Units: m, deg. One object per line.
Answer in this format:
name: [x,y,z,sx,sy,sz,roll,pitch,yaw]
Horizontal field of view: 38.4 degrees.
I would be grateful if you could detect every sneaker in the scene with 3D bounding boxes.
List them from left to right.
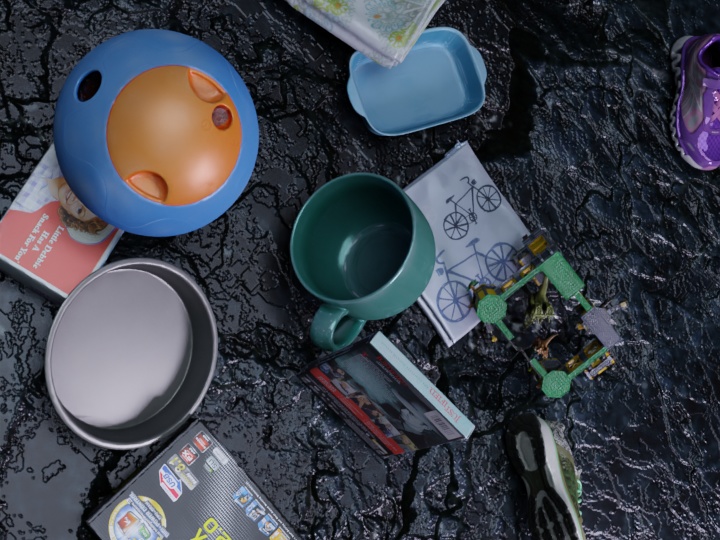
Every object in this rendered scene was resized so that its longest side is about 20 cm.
sneaker: [0.249,0.268,1.265,0.088,0.077,0.202,-3,74,-38]
sneaker: [0.487,-0.244,1.446,0.080,0.088,0.202,3,80,-22]

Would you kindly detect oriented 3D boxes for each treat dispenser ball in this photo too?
treat dispenser ball: [-0.200,-0.134,1.021,0.199,0.201,0.203,4,79,-21]

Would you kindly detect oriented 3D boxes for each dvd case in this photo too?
dvd case: [0.022,0.141,1.131,0.146,0.200,0.022,45,63,-7]

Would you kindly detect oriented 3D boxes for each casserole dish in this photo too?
casserole dish: [0.067,-0.235,1.306,0.199,0.039,0.122,-19,88,-23]

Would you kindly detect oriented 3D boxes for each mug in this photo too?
mug: [-0.002,-0.011,1.187,0.185,0.114,0.152,-40,63,7]

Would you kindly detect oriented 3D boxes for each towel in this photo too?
towel: [0.005,-0.361,1.279,0.199,0.048,0.172,33,62,-2]

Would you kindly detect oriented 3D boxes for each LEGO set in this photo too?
LEGO set: [0.226,0.047,1.286,0.200,0.116,0.154,40,102,-15]

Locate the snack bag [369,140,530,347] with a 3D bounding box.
snack bag: [0.120,-0.037,1.300,0.188,0.021,0.201,-38,96,-24]

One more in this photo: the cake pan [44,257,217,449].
cake pan: [-0.243,0.085,1.088,0.199,0.037,0.202,-7,100,-40]

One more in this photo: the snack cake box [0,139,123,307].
snack cake box: [-0.304,-0.071,1.114,0.115,0.067,0.201,33,70,-15]

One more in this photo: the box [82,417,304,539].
box: [-0.172,0.286,1.112,0.160,0.044,0.200,-42,96,-23]
